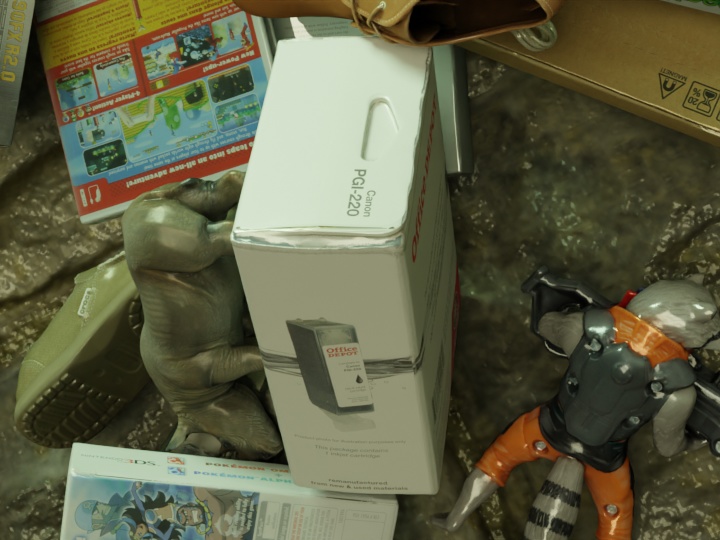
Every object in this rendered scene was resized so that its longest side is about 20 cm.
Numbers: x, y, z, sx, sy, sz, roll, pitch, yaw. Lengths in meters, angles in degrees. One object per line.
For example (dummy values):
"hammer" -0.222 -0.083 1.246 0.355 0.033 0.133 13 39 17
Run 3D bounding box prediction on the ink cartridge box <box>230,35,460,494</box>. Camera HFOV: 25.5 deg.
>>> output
"ink cartridge box" 0.000 0.000 0.816 0.085 0.146 0.200 2 138 9

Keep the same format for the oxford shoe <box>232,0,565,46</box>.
"oxford shoe" 0.010 -0.141 0.771 0.200 0.071 0.071 -1 59 33

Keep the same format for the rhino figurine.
"rhino figurine" -0.080 0.035 0.869 0.087 0.060 0.200 1 124 8

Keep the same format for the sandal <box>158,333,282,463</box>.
"sandal" -0.100 0.127 0.950 0.082 0.055 0.200 29 85 4

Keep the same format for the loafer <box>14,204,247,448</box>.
"loafer" -0.131 0.019 0.930 0.200 0.076 0.067 -39 47 7

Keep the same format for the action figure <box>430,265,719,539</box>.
"action figure" 0.152 0.095 0.861 0.200 0.105 0.194 27 109 12

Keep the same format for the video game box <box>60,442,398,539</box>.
"video game box" -0.085 0.204 0.903 0.182 0.047 0.200 7 107 -12

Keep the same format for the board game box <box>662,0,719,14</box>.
"board game box" 0.118 -0.208 0.816 0.200 0.035 0.126 13 63 -3

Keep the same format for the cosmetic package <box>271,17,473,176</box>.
"cosmetic package" -0.040 -0.122 0.916 0.200 0.052 0.151 -3 89 13

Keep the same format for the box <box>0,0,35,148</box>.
"box" -0.245 -0.182 0.923 0.158 0.048 0.200 16 98 46

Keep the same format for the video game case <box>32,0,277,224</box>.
"video game case" -0.119 -0.140 0.896 0.143 0.017 0.200 -15 86 23

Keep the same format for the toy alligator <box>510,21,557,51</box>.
"toy alligator" 0.026 -0.175 0.844 0.200 0.059 0.054 53 136 16

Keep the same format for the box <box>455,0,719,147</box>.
"box" 0.163 -0.162 0.854 0.200 0.021 0.164 23 77 12
